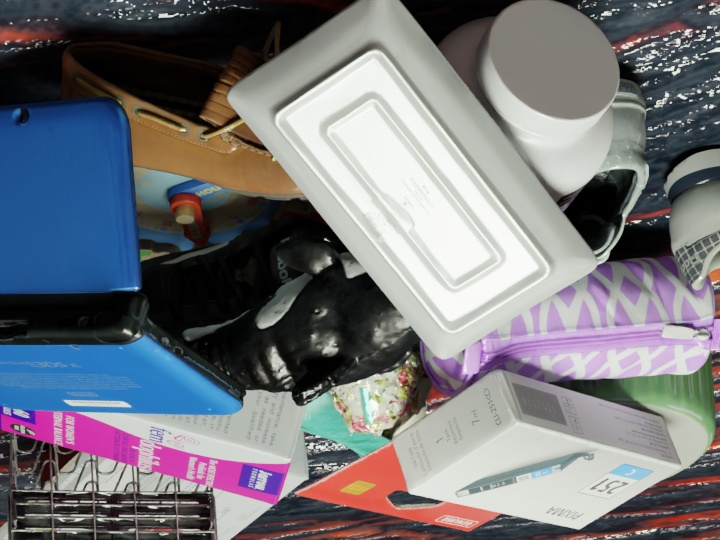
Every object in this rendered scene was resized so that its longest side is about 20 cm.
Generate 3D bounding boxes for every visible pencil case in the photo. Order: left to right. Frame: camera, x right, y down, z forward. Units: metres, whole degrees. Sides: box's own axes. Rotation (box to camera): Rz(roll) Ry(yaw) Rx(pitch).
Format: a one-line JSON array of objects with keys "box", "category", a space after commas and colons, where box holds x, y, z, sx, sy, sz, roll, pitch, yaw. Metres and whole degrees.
[{"box": [0.137, 0.037, 1.459, 0.199, 0.086, 0.084, -5, 117, -23], "category": "pencil case"}]

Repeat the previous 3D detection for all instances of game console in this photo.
[{"box": [-0.172, -0.003, 1.299, 0.199, 0.119, 0.171, -1, 154, 37], "category": "game console"}]

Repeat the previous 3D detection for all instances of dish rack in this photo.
[{"box": [-0.169, 0.119, 1.524, 0.153, 0.201, 0.055, 1, 142, -11], "category": "dish rack"}]

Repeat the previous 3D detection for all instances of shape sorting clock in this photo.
[{"box": [-0.107, -0.048, 1.374, 0.199, 0.039, 0.200, -4, 153, -2], "category": "shape sorting clock"}]

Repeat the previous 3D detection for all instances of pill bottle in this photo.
[{"box": [0.070, -0.067, 1.283, 0.112, 0.113, 0.200, 6, 151, -19], "category": "pill bottle"}]

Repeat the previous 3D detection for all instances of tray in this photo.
[{"box": [0.028, -0.044, 1.195, 0.107, 0.022, 0.200, -32, 113, 19], "category": "tray"}]

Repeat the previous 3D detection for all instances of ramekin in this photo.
[{"box": [0.157, 0.085, 1.607, 0.199, 0.098, 0.200, -4, 153, -2], "category": "ramekin"}]

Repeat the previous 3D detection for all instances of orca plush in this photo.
[{"box": [-0.038, 0.041, 1.292, 0.199, 0.071, 0.105, -4, 130, 17], "category": "orca plush"}]

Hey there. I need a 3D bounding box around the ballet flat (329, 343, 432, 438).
[{"box": [0.016, 0.072, 1.507, 0.075, 0.064, 0.200, -7, -177, 15], "category": "ballet flat"}]

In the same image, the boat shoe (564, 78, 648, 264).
[{"box": [0.129, -0.042, 1.382, 0.070, 0.072, 0.201, -1, 156, -9], "category": "boat shoe"}]

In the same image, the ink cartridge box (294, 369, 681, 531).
[{"box": [0.086, 0.138, 1.489, 0.176, 0.045, 0.200, -34, 149, 28], "category": "ink cartridge box"}]

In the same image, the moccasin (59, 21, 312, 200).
[{"box": [-0.067, -0.090, 1.237, 0.201, 0.074, 0.078, 13, 129, 18], "category": "moccasin"}]

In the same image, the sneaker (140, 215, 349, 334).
[{"box": [-0.070, 0.009, 1.375, 0.200, 0.071, 0.098, -4, 159, -8], "category": "sneaker"}]

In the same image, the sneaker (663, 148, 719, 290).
[{"box": [0.291, -0.032, 1.422, 0.199, 0.081, 0.076, -7, 151, 1], "category": "sneaker"}]

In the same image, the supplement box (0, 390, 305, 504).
[{"box": [-0.131, 0.066, 1.462, 0.199, 0.104, 0.101, 14, 156, -1], "category": "supplement box"}]

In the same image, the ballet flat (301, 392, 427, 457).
[{"box": [0.008, 0.102, 1.660, 0.070, 0.068, 0.200, -33, 146, 20], "category": "ballet flat"}]

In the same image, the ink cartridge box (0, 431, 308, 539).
[{"box": [-0.162, 0.143, 1.687, 0.175, 0.084, 0.200, 11, 149, -28], "category": "ink cartridge box"}]
